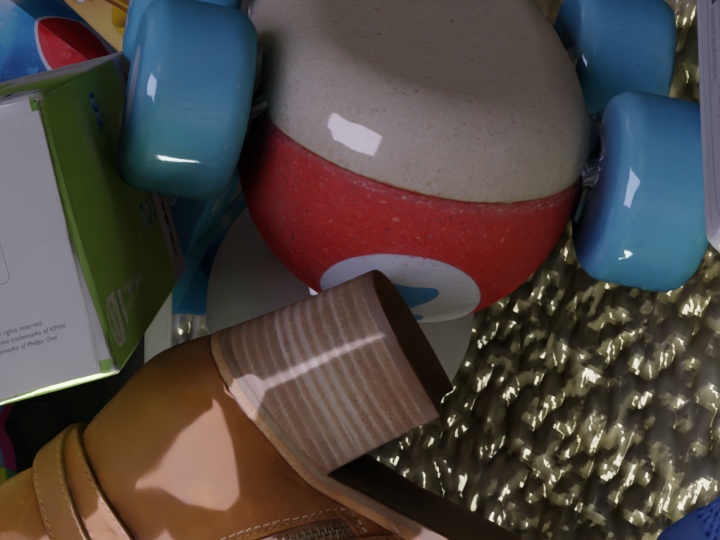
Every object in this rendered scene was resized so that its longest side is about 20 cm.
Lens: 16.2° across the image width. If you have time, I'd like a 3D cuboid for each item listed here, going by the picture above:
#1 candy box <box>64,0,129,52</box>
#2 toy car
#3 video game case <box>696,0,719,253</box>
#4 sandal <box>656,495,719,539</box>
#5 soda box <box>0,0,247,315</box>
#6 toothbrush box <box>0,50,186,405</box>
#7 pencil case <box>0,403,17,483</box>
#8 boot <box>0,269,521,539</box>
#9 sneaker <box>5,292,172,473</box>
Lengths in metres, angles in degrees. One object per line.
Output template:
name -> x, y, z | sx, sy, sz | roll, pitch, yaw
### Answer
candy box -> -0.099, -0.175, 1.036 | 0.200, 0.056, 0.117 | 42, 111, 31
toy car -> 0.000, 0.000, 0.857 | 0.177, 0.183, 0.201 | -97, 20, -61
video game case -> 0.171, -0.111, 0.756 | 0.182, 0.024, 0.200 | -44, 19, 28
sandal -> 0.129, 0.099, 0.821 | 0.087, 0.079, 0.201 | 22, 99, 41
soda box -> -0.110, -0.060, 1.030 | 0.200, 0.064, 0.068 | 37, 109, 33
toothbrush box -> -0.142, -0.006, 0.799 | 0.145, 0.200, 0.087 | -15, 97, 4
pencil case -> -0.133, 0.134, 0.829 | 0.088, 0.088, 0.201 | -25, 73, 34
boot -> -0.018, 0.117, 0.764 | 0.154, 0.074, 0.201 | -29, 82, 13
sneaker -> -0.125, 0.027, 0.926 | 0.071, 0.099, 0.201 | 175, 93, -65
